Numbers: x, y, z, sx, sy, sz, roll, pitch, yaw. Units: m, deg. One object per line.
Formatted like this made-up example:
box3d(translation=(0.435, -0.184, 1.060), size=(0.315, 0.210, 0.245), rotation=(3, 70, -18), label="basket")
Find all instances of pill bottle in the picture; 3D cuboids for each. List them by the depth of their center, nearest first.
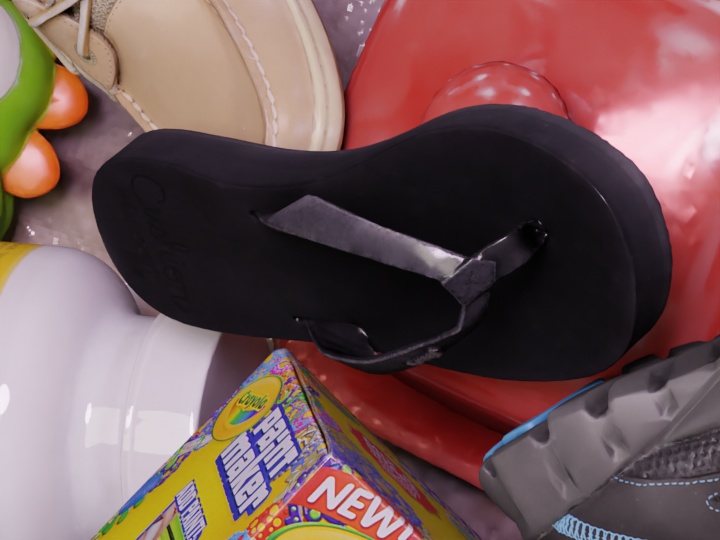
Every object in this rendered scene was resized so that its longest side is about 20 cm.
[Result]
box3d(translation=(-0.134, 0.045, 0.951), size=(0.199, 0.112, 0.113), rotation=(4, 87, 16), label="pill bottle")

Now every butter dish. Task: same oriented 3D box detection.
box3d(translation=(0.061, -0.027, 0.857), size=(0.199, 0.148, 0.201), rotation=(25, 95, 24), label="butter dish")

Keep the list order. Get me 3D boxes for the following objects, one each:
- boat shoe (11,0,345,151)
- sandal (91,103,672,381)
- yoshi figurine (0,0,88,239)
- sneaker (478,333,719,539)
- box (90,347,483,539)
box3d(translation=(-0.077, -0.088, 0.892), size=(0.200, 0.065, 0.072), rotation=(54, 128, 31), label="boat shoe")
box3d(translation=(0.000, 0.001, 0.799), size=(0.199, 0.043, 0.076), rotation=(-1, 121, 44), label="sandal")
box3d(translation=(-0.158, -0.104, 0.994), size=(0.111, 0.112, 0.201), rotation=(-5, 85, 40), label="yoshi figurine")
box3d(translation=(0.126, 0.035, 0.750), size=(0.200, 0.073, 0.082), rotation=(-34, 86, 35), label="sneaker")
box3d(translation=(-0.012, 0.166, 0.818), size=(0.200, 0.122, 0.193), rotation=(43, 93, -13), label="box")
